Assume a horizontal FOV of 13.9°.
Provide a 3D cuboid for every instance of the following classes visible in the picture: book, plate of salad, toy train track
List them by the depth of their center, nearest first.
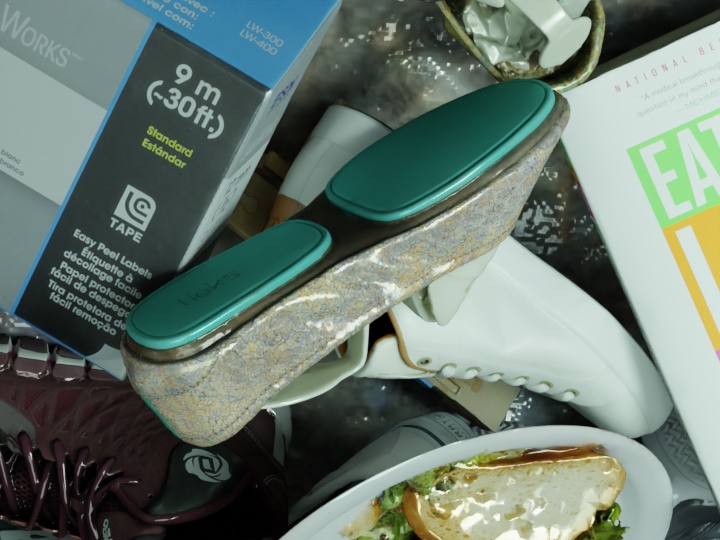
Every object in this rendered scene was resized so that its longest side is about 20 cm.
[{"bbox_3d":[0.037,0.133,1.170,0.199,0.048,0.200,-17,145,-13],"label":"plate of salad"},{"bbox_3d":[0.170,-0.006,1.182,0.133,0.048,0.201,-25,98,2],"label":"book"},{"bbox_3d":[-0.010,0.005,1.213,0.200,0.032,0.115,39,76,-33],"label":"toy train track"}]

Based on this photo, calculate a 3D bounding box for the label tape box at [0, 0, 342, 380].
[{"bbox_3d":[-0.100,-0.081,1.100,0.143,0.066,0.200,31,115,5],"label":"label tape box"}]

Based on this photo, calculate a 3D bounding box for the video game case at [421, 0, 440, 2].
[{"bbox_3d":[0.099,-0.197,0.994,0.199,0.025,0.181,-12,104,-12],"label":"video game case"}]

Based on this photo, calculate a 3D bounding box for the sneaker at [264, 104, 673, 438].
[{"bbox_3d":[0.038,0.023,1.192,0.200,0.073,0.085,38,79,-23],"label":"sneaker"}]

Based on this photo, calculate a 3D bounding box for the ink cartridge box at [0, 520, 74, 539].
[{"bbox_3d":[-0.160,0.173,1.258,0.199,0.083,0.147,3,119,-11],"label":"ink cartridge box"}]

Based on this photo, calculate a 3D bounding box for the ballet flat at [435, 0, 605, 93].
[{"bbox_3d":[0.049,-0.116,1.079,0.071,0.071,0.200,-28,157,7],"label":"ballet flat"}]

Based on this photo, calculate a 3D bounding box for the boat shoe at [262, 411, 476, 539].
[{"bbox_3d":[-0.023,0.128,1.235,0.067,0.074,0.200,-19,152,-45],"label":"boat shoe"}]

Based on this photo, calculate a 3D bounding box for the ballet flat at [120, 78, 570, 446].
[{"bbox_3d":[0.000,0.000,1.106,0.200,0.068,0.067,-31,123,-16],"label":"ballet flat"}]

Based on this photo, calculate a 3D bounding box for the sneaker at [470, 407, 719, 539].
[{"bbox_3d":[0.104,0.120,1.277,0.199,0.076,0.114,-14,134,12],"label":"sneaker"}]

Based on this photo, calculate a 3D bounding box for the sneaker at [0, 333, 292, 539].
[{"bbox_3d":[-0.121,0.084,1.193,0.199,0.116,0.076,-2,120,-9],"label":"sneaker"}]
